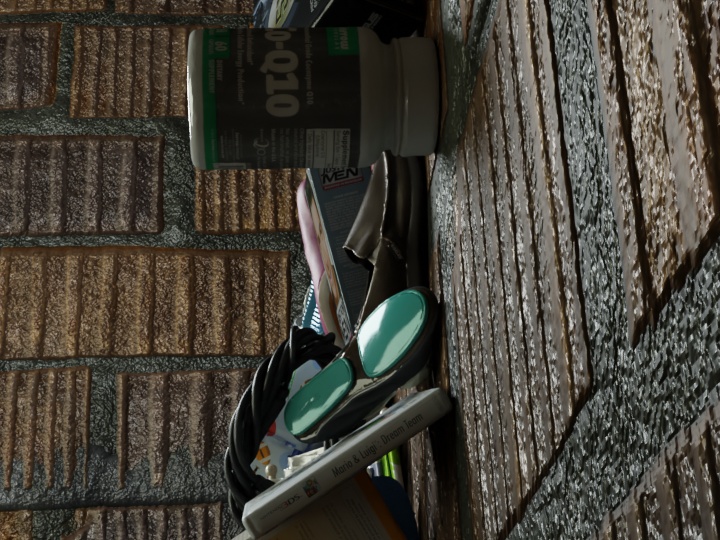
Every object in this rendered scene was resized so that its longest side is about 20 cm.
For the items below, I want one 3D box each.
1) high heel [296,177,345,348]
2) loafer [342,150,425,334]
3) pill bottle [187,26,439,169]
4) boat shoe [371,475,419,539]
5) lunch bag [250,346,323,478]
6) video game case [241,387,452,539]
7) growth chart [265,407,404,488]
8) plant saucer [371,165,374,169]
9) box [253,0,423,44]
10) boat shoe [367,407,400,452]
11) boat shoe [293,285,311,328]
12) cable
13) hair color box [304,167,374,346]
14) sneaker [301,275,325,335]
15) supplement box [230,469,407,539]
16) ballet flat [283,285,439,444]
[{"bbox_3d":[-0.031,-0.003,1.405,0.096,0.066,0.203,142,118,-67],"label":"high heel"},{"bbox_3d":[0.020,-0.030,1.220,0.073,0.070,0.203,111,158,-79],"label":"loafer"},{"bbox_3d":[-0.039,-0.140,1.124,0.113,0.197,0.115,178,90,-86],"label":"pill bottle"},{"bbox_3d":[0.014,0.297,1.299,0.069,0.083,0.203,126,147,-64],"label":"boat shoe"},{"bbox_3d":[-0.044,0.177,1.594,0.201,0.075,0.161,-58,-27,-23],"label":"lunch bag"},{"bbox_3d":[-0.016,0.155,1.132,0.024,0.181,0.200,57,173,3],"label":"video game case"},{"bbox_3d":[-0.025,0.241,1.424,0.018,0.199,0.147,8,-118,-50],"label":"growth chart"},{"bbox_3d":[0.021,-0.088,1.436,0.201,0.036,0.202,-97,6,-55],"label":"plant saucer"},{"bbox_3d":[-0.026,-0.267,1.264,0.164,0.085,0.202,-43,41,47],"label":"box"},{"bbox_3d":[0.001,0.209,1.512,0.093,0.074,0.203,-113,20,-58],"label":"boat shoe"},{"bbox_3d":[-0.036,0.046,1.672,0.199,0.073,0.069,-7,101,71],"label":"boat shoe"},{"bbox_3d":[-0.062,0.147,1.268,0.050,0.162,0.203,20,124,44],"label":"cable"},{"bbox_3d":[0.000,0.000,1.304,0.099,0.060,0.203,109,148,-77],"label":"hair color box"},{"bbox_3d":[-0.006,0.024,1.536,0.076,0.081,0.201,-28,31,37],"label":"sneaker"},{"bbox_3d":[-0.052,0.271,1.203,0.127,0.199,0.074,58,175,0],"label":"supplement box"},{"bbox_3d":[0.015,0.084,1.181,0.200,0.073,0.074,-44,33,31],"label":"ballet flat"}]
